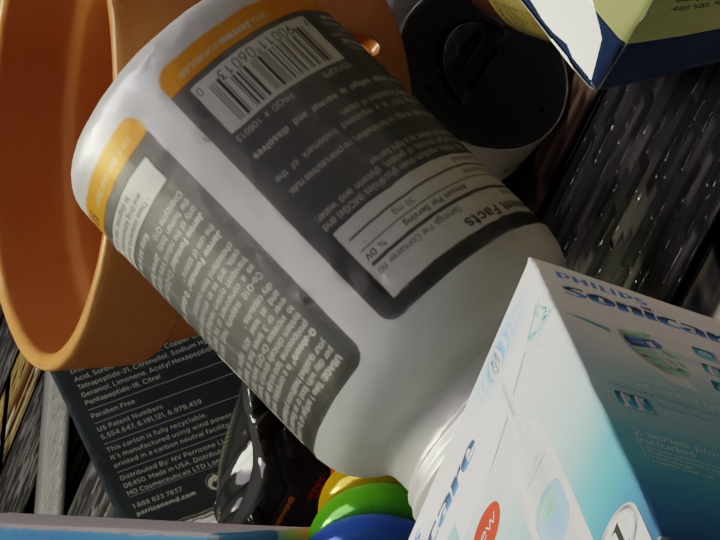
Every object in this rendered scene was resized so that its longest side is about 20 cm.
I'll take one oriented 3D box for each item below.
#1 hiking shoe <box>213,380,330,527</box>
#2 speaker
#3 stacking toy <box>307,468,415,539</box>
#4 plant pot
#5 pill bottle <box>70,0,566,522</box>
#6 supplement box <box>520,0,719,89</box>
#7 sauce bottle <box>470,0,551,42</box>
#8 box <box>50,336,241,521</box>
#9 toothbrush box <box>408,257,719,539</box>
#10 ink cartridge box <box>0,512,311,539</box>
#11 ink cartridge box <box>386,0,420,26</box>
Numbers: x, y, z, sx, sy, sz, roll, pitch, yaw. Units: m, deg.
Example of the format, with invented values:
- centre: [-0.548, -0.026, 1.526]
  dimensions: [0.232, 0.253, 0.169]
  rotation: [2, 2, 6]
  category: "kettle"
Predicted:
- centre: [-0.030, 0.120, 1.221]
  dimensions: [0.101, 0.075, 0.201]
  rotation: [104, 175, -79]
  category: "hiking shoe"
- centre: [0.018, -0.047, 1.243]
  dimensions: [0.200, 0.081, 0.082]
  rotation: [130, 154, -57]
  category: "speaker"
- centre: [0.008, 0.107, 1.105]
  dimensions: [0.201, 0.085, 0.086]
  rotation: [-83, 17, -50]
  category: "stacking toy"
- centre: [-0.067, -0.059, 1.164]
  dimensions: [0.200, 0.139, 0.201]
  rotation: [180, 90, -68]
  category: "plant pot"
- centre: [0.000, 0.000, 0.983]
  dimensions: [0.116, 0.200, 0.116]
  rotation: [-40, -16, -14]
  category: "pill bottle"
- centre: [0.102, -0.198, 0.813]
  dimensions: [0.200, 0.134, 0.200]
  rotation: [54, 136, 25]
  category: "supplement box"
- centre: [0.077, -0.123, 1.084]
  dimensions: [0.200, 0.066, 0.066]
  rotation: [35, 107, 64]
  category: "sauce bottle"
- centre: [-0.101, 0.001, 1.358]
  dimensions: [0.149, 0.107, 0.201]
  rotation: [-95, -17, -67]
  category: "box"
- centre: [0.076, 0.106, 0.823]
  dimensions: [0.200, 0.085, 0.147]
  rotation: [-104, 34, -67]
  category: "toothbrush box"
- centre: [-0.104, 0.200, 1.094]
  dimensions: [0.147, 0.145, 0.201]
  rotation: [17, -105, -74]
  category: "ink cartridge box"
- centre: [0.027, -0.170, 1.257]
  dimensions: [0.117, 0.067, 0.201]
  rotation: [-36, -28, -46]
  category: "ink cartridge box"
